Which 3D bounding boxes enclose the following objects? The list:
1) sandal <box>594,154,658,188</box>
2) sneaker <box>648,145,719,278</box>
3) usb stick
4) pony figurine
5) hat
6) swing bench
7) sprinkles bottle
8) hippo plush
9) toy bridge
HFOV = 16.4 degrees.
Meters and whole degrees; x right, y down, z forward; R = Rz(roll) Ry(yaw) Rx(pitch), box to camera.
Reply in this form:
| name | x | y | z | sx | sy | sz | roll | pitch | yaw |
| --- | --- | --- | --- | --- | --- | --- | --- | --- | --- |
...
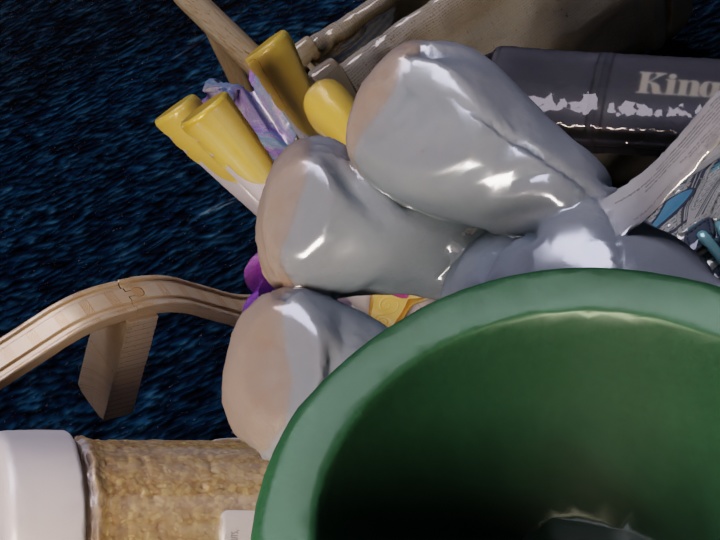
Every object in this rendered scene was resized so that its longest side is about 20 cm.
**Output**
| name | x | y | z | sx | sy | sz | roll | pitch | yaw |
| --- | --- | --- | --- | --- | --- | --- | --- | --- | --- |
| sandal | 0.127 | -0.054 | 1.126 | 0.080 | 0.054 | 0.200 | -26 | 25 | 7 |
| sneaker | 0.130 | -0.003 | 0.967 | 0.200 | 0.078 | 0.086 | -40 | 13 | -29 |
| usb stick | 0.147 | -0.070 | 1.078 | 0.200 | 0.033 | 0.055 | 5 | 41 | 13 |
| pony figurine | 0.000 | 0.000 | 1.038 | 0.167 | 0.200 | 0.193 | -39 | 10 | -6 |
| hat | 0.062 | 0.113 | 0.706 | 0.200 | 0.176 | 0.166 | 19 | 57 | 29 |
| swing bench | 0.043 | -0.123 | 1.270 | 0.199 | 0.130 | 0.200 | -34 | 30 | -12 |
| sprinkles bottle | -0.033 | 0.091 | 0.882 | 0.200 | 0.068 | 0.068 | 2 | 17 | -19 |
| hippo plush | 0.067 | 0.012 | 0.811 | 0.200 | 0.161 | 0.159 | -32 | 67 | 19 |
| toy bridge | -0.106 | 0.035 | 1.101 | 0.200 | 0.067 | 0.027 | -14 | 48 | -33 |
